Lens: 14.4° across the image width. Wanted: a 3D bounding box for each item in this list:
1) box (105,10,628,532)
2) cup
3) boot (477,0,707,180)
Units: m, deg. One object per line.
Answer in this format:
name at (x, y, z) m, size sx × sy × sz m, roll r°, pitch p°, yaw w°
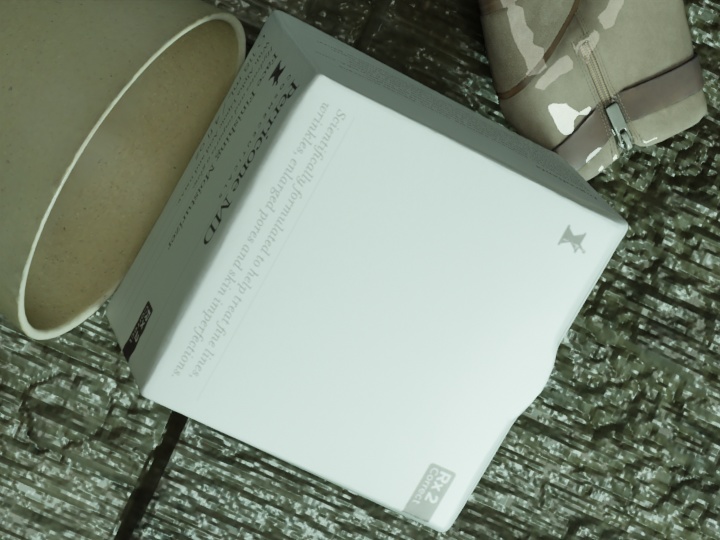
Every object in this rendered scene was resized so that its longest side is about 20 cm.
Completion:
box at (0.000, 0.000, 1.537) m, size 0.200 × 0.131 × 0.199 m, roll 26°, pitch 101°, yaw -21°
cup at (-0.175, -0.085, 1.520) m, size 0.143 × 0.200 × 0.201 m, roll 33°, pitch 88°, yaw 13°
boot at (0.158, -0.150, 1.627) m, size 0.200 × 0.070 × 0.146 m, roll -32°, pitch 105°, yaw -5°
